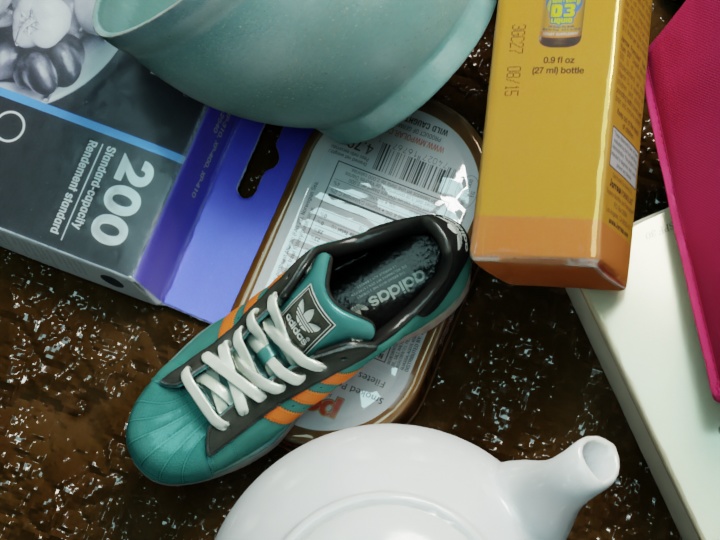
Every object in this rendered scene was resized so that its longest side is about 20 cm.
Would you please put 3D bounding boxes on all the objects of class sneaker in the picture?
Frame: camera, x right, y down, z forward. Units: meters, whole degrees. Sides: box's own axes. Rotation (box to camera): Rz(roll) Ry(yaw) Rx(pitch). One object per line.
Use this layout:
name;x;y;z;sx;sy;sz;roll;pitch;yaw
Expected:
sneaker;-0.034;0.032;0.905;0.200;0.080;0.072;-35;77;-5

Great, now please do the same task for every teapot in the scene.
teapot;0.008;0.165;0.859;0.196;0.146;0.201;7;86;4

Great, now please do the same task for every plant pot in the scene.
plant pot;-0.017;-0.148;0.920;0.134;0.200;0.201;42;81;-24

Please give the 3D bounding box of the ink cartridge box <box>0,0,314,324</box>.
ink cartridge box;-0.121;-0.092;1.009;0.199;0.043;0.199;20;78;9

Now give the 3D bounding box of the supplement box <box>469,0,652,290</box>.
supplement box;0.102;-0.095;0.894;0.066;0.069;0.201;3;82;24

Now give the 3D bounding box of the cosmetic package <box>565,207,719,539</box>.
cosmetic package;0.187;0.068;0.917;0.103;0.073;0.201;-24;73;-1

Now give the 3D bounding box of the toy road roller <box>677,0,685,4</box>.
toy road roller;0.246;-0.224;0.970;0.145;0.123;0.201;9;76;-7

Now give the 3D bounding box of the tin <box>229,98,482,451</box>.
tin;0.000;0.000;0.972;0.111;0.042;0.201;20;78;12

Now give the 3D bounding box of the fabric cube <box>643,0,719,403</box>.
fabric cube;0.269;-0.065;0.833;0.199;0.200;0.197;1;62;-19
